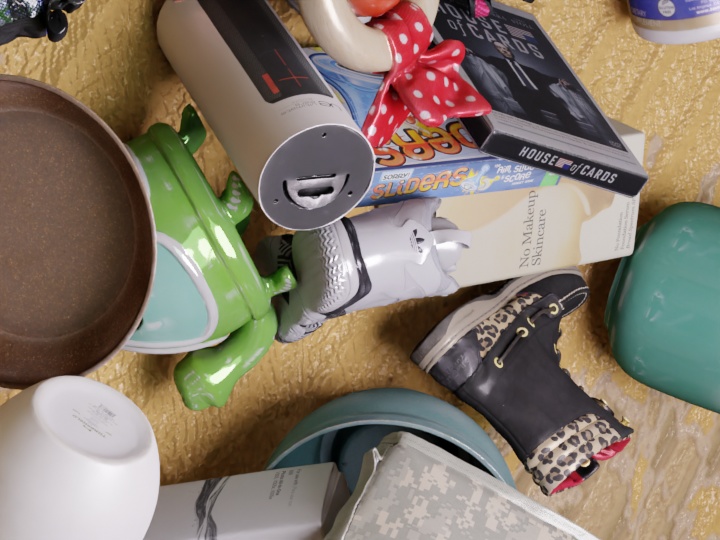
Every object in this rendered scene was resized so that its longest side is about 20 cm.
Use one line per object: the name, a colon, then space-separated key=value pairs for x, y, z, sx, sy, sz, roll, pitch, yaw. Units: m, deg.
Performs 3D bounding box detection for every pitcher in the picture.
pitcher: x=-0.226 y=0.153 z=1.364 sx=0.200 sy=0.171 sz=0.121 roll=-60 pitch=176 yaw=29

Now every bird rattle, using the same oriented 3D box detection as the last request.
bird rattle: x=0.011 y=-0.181 z=1.380 sx=0.163 sy=0.112 sz=0.201 roll=16 pitch=88 yaw=-48

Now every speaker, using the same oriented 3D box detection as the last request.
speaker: x=-0.064 y=-0.112 z=1.404 sx=0.081 sy=0.200 sz=0.081 roll=-14 pitch=131 yaw=-17

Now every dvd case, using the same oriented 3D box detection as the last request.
dvd case: x=0.104 y=-0.136 z=1.536 sx=0.150 sy=0.200 sz=0.025 roll=13 pitch=124 yaw=-37

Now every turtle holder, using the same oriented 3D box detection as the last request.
turtle holder: x=-0.128 y=-0.005 z=1.448 sx=0.131 sy=0.141 sz=0.186 roll=-30 pitch=151 yaw=-6

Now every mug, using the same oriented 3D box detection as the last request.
mug: x=0.257 y=0.037 z=1.716 sx=0.152 sy=0.114 sz=0.186 roll=-43 pitch=151 yaw=-60

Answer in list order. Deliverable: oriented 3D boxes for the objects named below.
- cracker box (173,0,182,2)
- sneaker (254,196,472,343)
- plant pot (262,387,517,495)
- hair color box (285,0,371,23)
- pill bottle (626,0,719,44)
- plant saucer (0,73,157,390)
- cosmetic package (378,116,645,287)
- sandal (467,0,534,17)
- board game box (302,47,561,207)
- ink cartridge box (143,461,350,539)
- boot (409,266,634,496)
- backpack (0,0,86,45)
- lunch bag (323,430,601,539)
cracker box: x=-0.113 y=-0.292 z=1.388 sx=0.134 sy=0.058 sz=0.200 roll=-38 pitch=103 yaw=-22
sneaker: x=0.000 y=0.000 z=1.480 sx=0.114 sy=0.200 sz=0.075 roll=-10 pitch=84 yaw=-18
plant pot: x=0.021 y=0.165 z=1.555 sx=0.199 sy=0.134 sz=0.201 roll=2 pitch=115 yaw=4
hair color box: x=0.006 y=-0.274 z=1.510 sx=0.099 sy=0.061 sz=0.200 roll=41 pitch=78 yaw=-34
pill bottle: x=0.243 y=-0.284 z=1.639 sx=0.119 sy=0.120 sz=0.201 roll=-29 pitch=116 yaw=-27
plant saucer: x=-0.213 y=-0.026 z=1.362 sx=0.037 sy=0.199 sz=0.201 roll=-36 pitch=128 yaw=-67
cosmetic package: x=0.113 y=-0.054 z=1.626 sx=0.199 sy=0.071 sz=0.106 roll=-12 pitch=115 yaw=-33
sandal: x=0.074 y=-0.210 z=1.539 sx=0.045 sy=0.075 sz=0.200 roll=-45 pitch=170 yaw=20
board game box: x=0.033 y=-0.106 z=1.525 sx=0.199 sy=0.136 sz=0.035 roll=-8 pitch=137 yaw=-34
ink cartridge box: x=-0.098 y=0.222 z=1.472 sx=0.199 sy=0.084 sz=0.147 roll=-10 pitch=113 yaw=11
boot: x=0.142 y=0.079 z=1.615 sx=0.200 sy=0.151 sz=0.073 roll=-20 pitch=154 yaw=-53
backpack: x=-0.263 y=-0.221 z=1.267 sx=0.154 sy=0.200 sz=0.191 roll=-19 pitch=109 yaw=-16
lunch bag: x=0.057 y=0.220 z=1.404 sx=0.200 sy=0.118 sz=0.164 roll=34 pitch=64 yaw=-13
